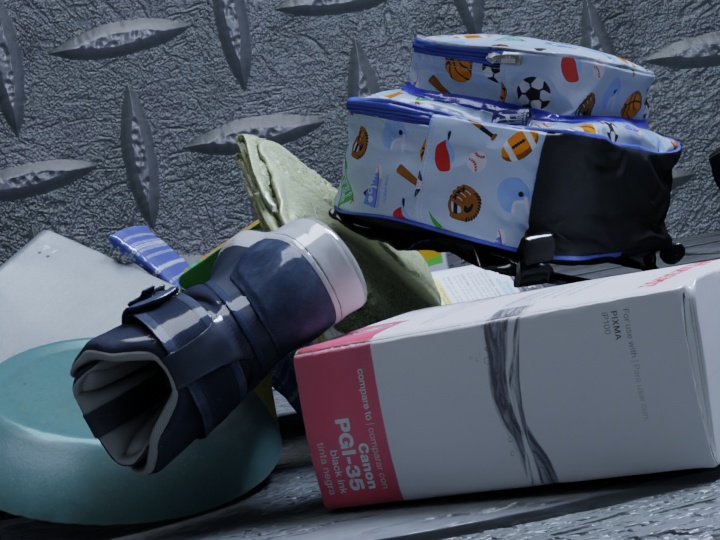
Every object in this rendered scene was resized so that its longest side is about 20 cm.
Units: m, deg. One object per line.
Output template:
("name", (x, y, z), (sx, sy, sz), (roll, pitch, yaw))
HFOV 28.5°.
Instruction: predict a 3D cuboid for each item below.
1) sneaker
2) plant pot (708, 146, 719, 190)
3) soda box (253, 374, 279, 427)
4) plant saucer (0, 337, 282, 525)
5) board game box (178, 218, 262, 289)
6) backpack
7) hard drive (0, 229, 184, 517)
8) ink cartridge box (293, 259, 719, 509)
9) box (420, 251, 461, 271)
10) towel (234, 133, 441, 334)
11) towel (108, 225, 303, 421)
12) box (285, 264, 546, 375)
("sneaker", (-0.090, 0.043, 0.763), (0.146, 0.077, 0.202), (-37, 1, -18))
("plant pot", (0.321, -0.040, 0.862), (0.176, 0.201, 0.200), (-22, -1, 10))
("soda box", (-0.146, 0.098, 1.012), (0.064, 0.068, 0.199), (-12, 2, -41))
("plant saucer", (-0.143, 0.081, 0.815), (0.198, 0.036, 0.200), (3, 20, -1))
("board game box", (-0.042, 0.017, 1.028), (0.095, 0.030, 0.200), (-33, -35, 14))
("backpack", (0.081, -0.067, 0.856), (0.189, 0.156, 0.199), (4, 0, 33))
("hard drive", (-0.224, 0.062, 0.940), (0.139, 0.033, 0.200), (22, 48, 25))
("ink cartridge box", (0.090, 0.053, 0.697), (0.198, 0.084, 0.146), (-11, 1, 28))
("box", (0.040, 0.022, 2.005), (0.198, 0.102, 0.112), (-10, 1, 14))
("towel", (0.000, 0.000, 0.910), (0.036, 0.149, 0.200), (-39, -49, 14))
("towel", (-0.103, 0.041, 1.058), (0.024, 0.200, 0.145), (-48, 3, 1))
("box", (0.049, 0.047, 1.026), (0.198, 0.049, 0.083), (-9, 45, -24))
